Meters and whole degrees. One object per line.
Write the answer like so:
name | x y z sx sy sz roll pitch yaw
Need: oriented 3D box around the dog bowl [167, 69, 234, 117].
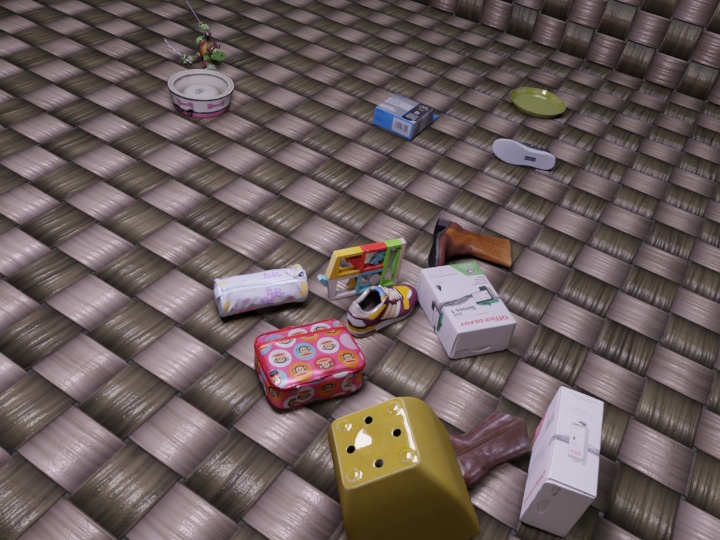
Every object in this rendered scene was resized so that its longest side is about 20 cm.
dog bowl | -0.488 -0.541 1.963 0.199 0.074 0.201 6 42 -5

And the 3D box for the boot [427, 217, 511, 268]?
boot | 0.272 -0.038 1.576 0.199 0.069 0.189 19 34 0

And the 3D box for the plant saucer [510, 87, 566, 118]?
plant saucer | 0.624 -0.589 2.264 0.199 0.031 0.201 5 42 -5

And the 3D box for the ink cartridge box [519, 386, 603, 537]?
ink cartridge box | 0.347 0.327 1.099 0.082 0.147 0.200 20 43 9

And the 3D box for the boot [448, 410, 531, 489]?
boot | 0.197 0.291 1.172 0.199 0.064 0.187 -23 64 -27

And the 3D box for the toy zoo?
toy zoo | 0.000 0.000 1.410 0.199 0.132 0.020 -12 46 -24

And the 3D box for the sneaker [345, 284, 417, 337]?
sneaker | 0.055 0.067 1.376 0.075 0.090 0.200 37 49 28

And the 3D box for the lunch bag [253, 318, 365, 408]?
lunch bag | -0.105 0.170 1.244 0.199 0.082 0.176 -11 41 -24

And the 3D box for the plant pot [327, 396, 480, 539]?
plant pot | 0.048 0.305 0.980 0.193 0.200 0.196 -21 43 4

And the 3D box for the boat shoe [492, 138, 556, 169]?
boat shoe | 0.500 -0.360 1.964 0.199 0.069 0.057 18 34 0

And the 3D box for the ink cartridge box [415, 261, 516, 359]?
ink cartridge box | 0.226 0.083 1.395 0.145 0.085 0.200 -8 44 -19

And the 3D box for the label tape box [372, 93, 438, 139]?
label tape box | 0.152 -0.509 2.057 0.143 0.066 0.200 27 46 19

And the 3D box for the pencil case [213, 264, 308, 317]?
pencil case | -0.211 0.041 1.355 0.199 0.091 0.084 -11 85 -19

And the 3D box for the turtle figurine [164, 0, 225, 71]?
turtle figurine | -0.544 -0.743 2.130 0.144 0.200 0.194 -38 57 0
